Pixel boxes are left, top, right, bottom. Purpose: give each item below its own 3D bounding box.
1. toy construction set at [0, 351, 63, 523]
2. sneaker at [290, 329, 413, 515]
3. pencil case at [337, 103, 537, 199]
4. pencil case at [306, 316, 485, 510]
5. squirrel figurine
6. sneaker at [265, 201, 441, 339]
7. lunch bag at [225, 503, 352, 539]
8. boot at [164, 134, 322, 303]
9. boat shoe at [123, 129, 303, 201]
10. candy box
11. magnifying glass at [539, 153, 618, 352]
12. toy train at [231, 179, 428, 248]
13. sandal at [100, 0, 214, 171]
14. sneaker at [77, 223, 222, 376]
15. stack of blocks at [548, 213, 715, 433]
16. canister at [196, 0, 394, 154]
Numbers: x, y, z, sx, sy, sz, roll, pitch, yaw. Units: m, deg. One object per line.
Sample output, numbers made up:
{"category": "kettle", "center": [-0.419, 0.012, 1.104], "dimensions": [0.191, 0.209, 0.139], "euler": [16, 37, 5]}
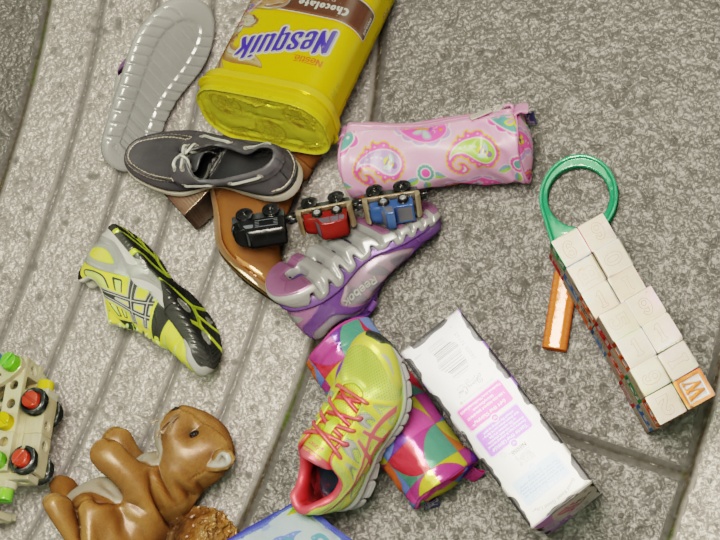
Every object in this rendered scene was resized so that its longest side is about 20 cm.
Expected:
{"category": "toy construction set", "center": [-0.373, 0.170, 1.583], "dimensions": [0.130, 0.092, 0.201], "euler": [-5, 77, 19]}
{"category": "sneaker", "center": [-0.014, 0.151, 1.441], "dimensions": [0.078, 0.090, 0.201], "euler": [29, 117, 32]}
{"category": "pencil case", "center": [0.077, -0.121, 1.556], "dimensions": [0.199, 0.087, 0.088], "euler": [-6, 77, 14]}
{"category": "pencil case", "center": [0.032, 0.141, 1.515], "dimensions": [0.088, 0.088, 0.200], "euler": [-38, 76, 2]}
{"category": "squirrel figurine", "center": [-0.192, 0.238, 1.531], "dimensions": [0.186, 0.142, 0.201], "euler": [-34, 88, -7]}
{"category": "sneaker", "center": [0.000, 0.000, 1.554], "dimensions": [0.200, 0.089, 0.080], "euler": [-33, 34, -18]}
{"category": "lunch bag", "center": [-0.067, 0.331, 1.439], "dimensions": [0.170, 0.128, 0.200], "euler": [-25, 71, -33]}
{"category": "boot", "center": [-0.090, -0.069, 1.596], "dimensions": [0.155, 0.077, 0.200], "euler": [-43, 66, -3]}
{"category": "boat shoe", "center": [-0.157, -0.115, 1.555], "dimensions": [0.199, 0.063, 0.073], "euler": [9, 73, 21]}
{"category": "candy box", "center": [0.135, 0.147, 1.445], "dimensions": [0.071, 0.168, 0.200], "euler": [-38, 73, 2]}
{"category": "magnifying glass", "center": [0.210, -0.019, 1.543], "dimensions": [0.079, 0.022, 0.201], "euler": [8, 78, 13]}
{"category": "toy train", "center": [-0.030, -0.053, 1.524], "dimensions": [0.199, 0.034, 0.046], "euler": [-10, 42, 2]}
{"category": "sandal", "center": [-0.229, -0.206, 1.656], "dimensions": [0.050, 0.082, 0.203], "euler": [22, 83, 59]}
{"category": "sneaker", "center": [-0.217, 0.043, 1.598], "dimensions": [0.076, 0.075, 0.200], "euler": [-46, 63, 7]}
{"category": "stack of blocks", "center": [0.253, 0.049, 1.456], "dimensions": [0.058, 0.115, 0.201], "euler": [-28, 79, -1]}
{"category": "canister", "center": [-0.062, -0.230, 1.580], "dimensions": [0.148, 0.087, 0.201], "euler": [13, 62, 22]}
